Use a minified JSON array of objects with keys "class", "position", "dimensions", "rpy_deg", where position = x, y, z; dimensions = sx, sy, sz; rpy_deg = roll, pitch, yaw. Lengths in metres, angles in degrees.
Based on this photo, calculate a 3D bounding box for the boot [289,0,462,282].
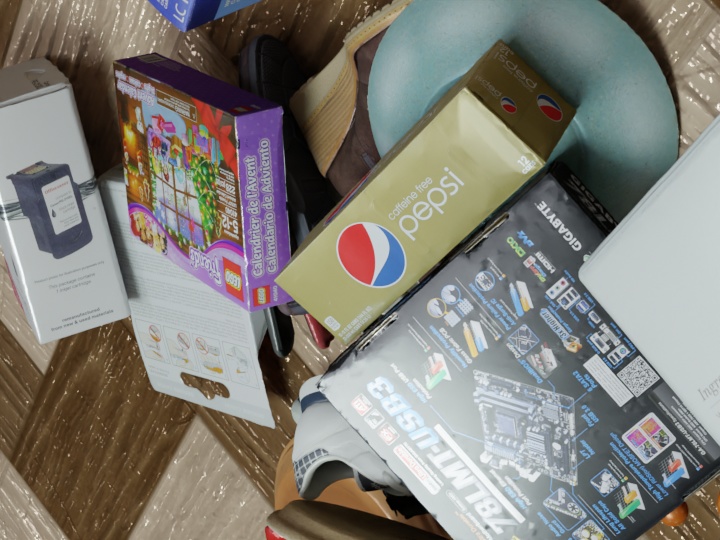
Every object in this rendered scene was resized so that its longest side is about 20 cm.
[{"class":"boot","position":[0.049,-0.090,1.078],"dimensions":[0.167,0.072,0.200],"rpy_deg":[52,142,0]}]

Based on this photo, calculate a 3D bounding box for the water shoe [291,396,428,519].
[{"class":"water shoe","position":[0.024,0.146,1.218],"dimensions":[0.199,0.071,0.080],"rpy_deg":[18,115,39]}]

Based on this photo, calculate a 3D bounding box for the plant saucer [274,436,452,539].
[{"class":"plant saucer","position":[-0.002,0.218,1.322],"dimensions":[0.199,0.037,0.202],"rpy_deg":[24,128,35]}]

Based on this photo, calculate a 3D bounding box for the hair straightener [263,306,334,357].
[{"class":"hair straightener","position":[-0.087,-0.027,1.218],"dimensions":[0.076,0.041,0.202],"rpy_deg":[-15,107,22]}]

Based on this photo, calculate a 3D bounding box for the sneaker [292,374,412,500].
[{"class":"sneaker","position":[0.047,0.115,1.130],"dimensions":[0.198,0.081,0.076],"rpy_deg":[-8,146,24]}]

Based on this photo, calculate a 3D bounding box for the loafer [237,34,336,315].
[{"class":"loafer","position":[-0.059,-0.065,1.156],"dimensions":[0.063,0.072,0.202],"rpy_deg":[-26,74,32]}]

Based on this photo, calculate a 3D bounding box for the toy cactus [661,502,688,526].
[{"class":"toy cactus","position":[0.125,0.123,1.055],"dimensions":[0.164,0.103,0.200],"rpy_deg":[25,131,-16]}]

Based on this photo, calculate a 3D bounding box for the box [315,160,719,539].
[{"class":"box","position":[0.109,0.074,0.980],"dimensions":[0.198,0.050,0.200],"rpy_deg":[-43,90,20]}]

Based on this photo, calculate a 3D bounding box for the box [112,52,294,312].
[{"class":"box","position":[-0.113,-0.067,1.160],"dimensions":[0.200,0.039,0.138],"rpy_deg":[28,127,54]}]

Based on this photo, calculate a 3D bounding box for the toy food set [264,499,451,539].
[{"class":"toy food set","position":[0.029,0.206,1.121],"dimensions":[0.199,0.197,0.049],"rpy_deg":[15,87,46]}]

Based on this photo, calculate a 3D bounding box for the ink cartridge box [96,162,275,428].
[{"class":"ink cartridge box","position":[-0.128,0.016,1.338],"dimensions":[0.161,0.050,0.202],"rpy_deg":[12,125,42]}]

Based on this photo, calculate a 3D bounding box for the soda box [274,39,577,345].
[{"class":"soda box","position":[0.036,-0.043,0.978],"dimensions":[0.064,0.068,0.200],"rpy_deg":[41,129,-5]}]

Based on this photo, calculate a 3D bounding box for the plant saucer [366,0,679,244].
[{"class":"plant saucer","position":[0.091,-0.080,0.996],"dimensions":[0.199,0.039,0.203],"rpy_deg":[13,127,17]}]

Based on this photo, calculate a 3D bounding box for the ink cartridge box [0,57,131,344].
[{"class":"ink cartridge box","position":[-0.265,-0.062,1.365],"dimensions":[0.145,0.084,0.202],"rpy_deg":[-142,37,-65]}]

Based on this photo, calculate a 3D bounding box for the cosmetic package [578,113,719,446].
[{"class":"cosmetic package","position":[0.255,0.003,0.822],"dimensions":[0.200,0.167,0.167],"rpy_deg":[50,140,12]}]

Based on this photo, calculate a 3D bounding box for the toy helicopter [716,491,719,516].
[{"class":"toy helicopter","position":[0.291,0.181,0.978],"dimensions":[0.131,0.079,0.201],"rpy_deg":[13,132,32]}]

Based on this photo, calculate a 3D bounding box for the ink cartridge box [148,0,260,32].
[{"class":"ink cartridge box","position":[-0.069,-0.235,1.004],"dimensions":[0.076,0.199,0.137],"rpy_deg":[43,137,20]}]

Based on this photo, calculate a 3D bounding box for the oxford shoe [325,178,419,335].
[{"class":"oxford shoe","position":[0.000,0.000,1.179],"dimensions":[0.201,0.057,0.075],"rpy_deg":[56,145,11]}]
